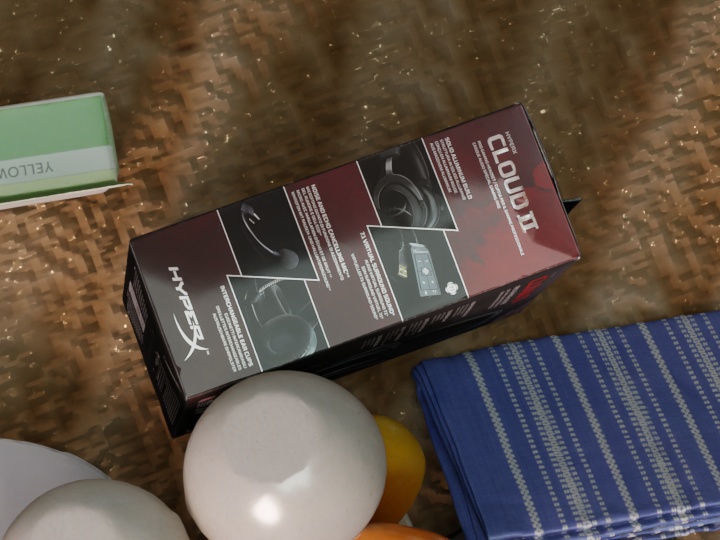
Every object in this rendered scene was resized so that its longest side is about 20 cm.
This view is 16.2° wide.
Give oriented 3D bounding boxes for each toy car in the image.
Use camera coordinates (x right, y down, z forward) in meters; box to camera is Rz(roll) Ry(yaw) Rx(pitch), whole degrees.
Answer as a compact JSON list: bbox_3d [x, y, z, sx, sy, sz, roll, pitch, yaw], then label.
[{"bbox_3d":[-0.045,0.151,1.050,0.200,0.175,0.150,-29,63,-4],"label":"toy car"}]

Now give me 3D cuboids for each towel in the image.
[{"bbox_3d":[0.133,0.074,1.160,0.199,0.145,0.024,-8,127,-9],"label":"towel"}]

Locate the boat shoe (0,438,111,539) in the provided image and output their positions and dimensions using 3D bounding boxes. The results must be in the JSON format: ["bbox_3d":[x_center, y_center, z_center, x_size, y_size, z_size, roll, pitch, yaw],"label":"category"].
[{"bbox_3d":[-0.186,0.108,1.130,0.200,0.070,0.071,20,71,-32],"label":"boat shoe"}]

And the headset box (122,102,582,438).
[{"bbox_3d":[0.000,0.000,1.122,0.200,0.149,0.077,-19,83,-10],"label":"headset box"}]

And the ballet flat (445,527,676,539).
[{"bbox_3d":[0.053,0.153,1.180,0.200,0.046,0.067,-18,58,-15],"label":"ballet flat"}]

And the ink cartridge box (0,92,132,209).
[{"bbox_3d":[-0.175,-0.044,1.074,0.145,0.200,0.048,-9,90,-9],"label":"ink cartridge box"}]
